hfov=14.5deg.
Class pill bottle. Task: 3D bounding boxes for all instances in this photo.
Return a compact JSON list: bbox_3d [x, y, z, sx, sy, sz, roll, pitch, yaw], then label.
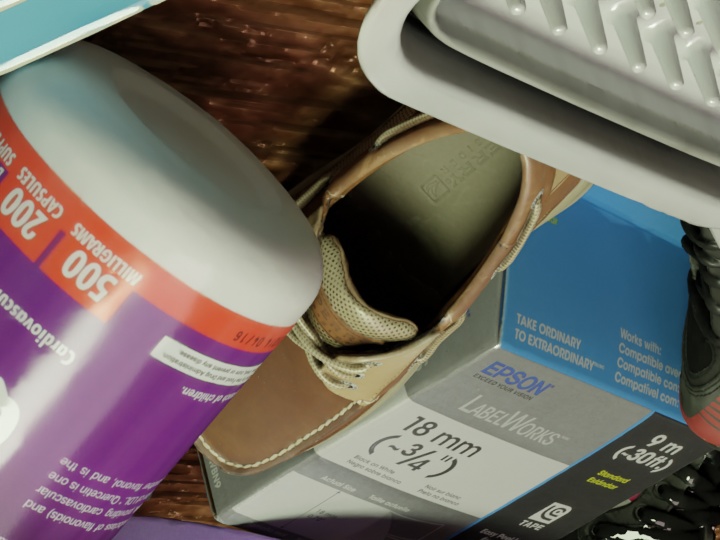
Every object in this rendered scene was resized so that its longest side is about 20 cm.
[{"bbox_3d":[-0.110,0.037,0.837,0.200,0.112,0.112,-50,140,12],"label":"pill bottle"}]

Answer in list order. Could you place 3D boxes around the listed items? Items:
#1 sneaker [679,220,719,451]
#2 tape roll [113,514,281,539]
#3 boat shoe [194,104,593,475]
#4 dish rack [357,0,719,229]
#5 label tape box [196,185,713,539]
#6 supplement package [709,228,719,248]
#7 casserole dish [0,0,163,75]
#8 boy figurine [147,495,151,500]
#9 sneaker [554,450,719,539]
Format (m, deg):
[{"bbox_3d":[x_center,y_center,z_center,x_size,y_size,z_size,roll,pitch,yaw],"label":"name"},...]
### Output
[{"bbox_3d":[0.133,-0.020,0.933,0.098,0.071,0.201,3,131,-20],"label":"sneaker"},{"bbox_3d":[-0.026,0.155,1.073,0.200,0.066,0.200,14,164,4],"label":"tape roll"},{"bbox_3d":[0.000,0.000,0.899,0.200,0.076,0.072,-50,179,33],"label":"boat shoe"},{"bbox_3d":[0.109,-0.092,0.631,0.171,0.044,0.200,18,134,-44],"label":"dish rack"},{"bbox_3d":[0.058,0.035,1.010,0.200,0.063,0.144,-34,144,28],"label":"label tape box"},{"bbox_3d":[0.108,-0.111,0.749,0.109,0.114,0.200,-22,149,9],"label":"supplement package"},{"bbox_3d":[-0.079,-0.105,0.749,0.200,0.039,0.121,-24,149,12],"label":"casserole dish"},{"bbox_3d":[-0.168,0.057,0.939,0.200,0.065,0.124,-7,137,-11],"label":"boy figurine"},{"bbox_3d":[0.122,0.097,1.082,0.200,0.121,0.084,-36,143,30],"label":"sneaker"}]
